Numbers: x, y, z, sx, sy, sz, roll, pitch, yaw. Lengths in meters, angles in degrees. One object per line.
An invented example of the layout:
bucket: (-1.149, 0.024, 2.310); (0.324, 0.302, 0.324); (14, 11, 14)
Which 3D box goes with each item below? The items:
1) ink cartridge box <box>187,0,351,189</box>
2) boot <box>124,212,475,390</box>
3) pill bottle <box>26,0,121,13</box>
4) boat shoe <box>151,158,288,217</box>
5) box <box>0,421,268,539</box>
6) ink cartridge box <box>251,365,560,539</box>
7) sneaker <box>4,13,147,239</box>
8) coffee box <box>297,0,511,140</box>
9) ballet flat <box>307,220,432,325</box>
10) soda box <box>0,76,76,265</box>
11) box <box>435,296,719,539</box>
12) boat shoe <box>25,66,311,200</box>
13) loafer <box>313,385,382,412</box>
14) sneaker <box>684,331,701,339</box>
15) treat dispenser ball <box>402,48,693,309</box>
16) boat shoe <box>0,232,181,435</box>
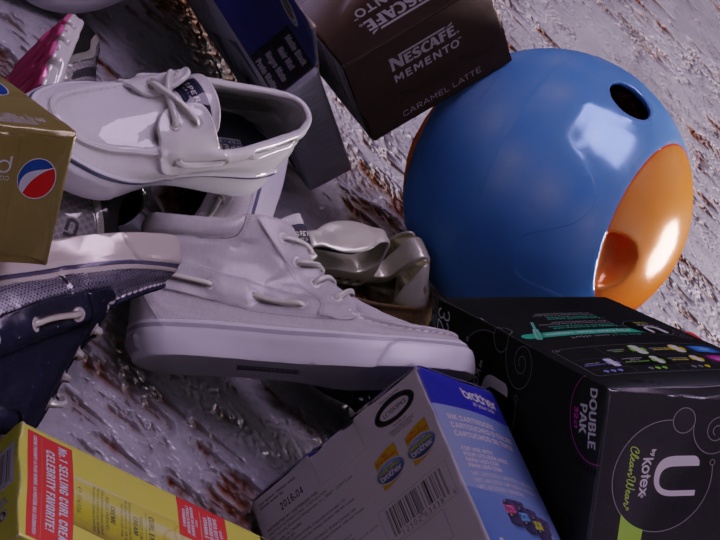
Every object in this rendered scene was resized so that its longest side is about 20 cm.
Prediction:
ink cartridge box: (-0.080, -0.176, 1.279); (0.200, 0.041, 0.200); (57, -7, 24)
boot: (-0.031, 0.013, 1.065); (0.199, 0.074, 0.096); (6, 74, -12)
pill bottle: (-0.208, -0.279, 1.262); (0.116, 0.116, 0.200); (17, 40, -46)
boat shoe: (-0.095, -0.051, 1.173); (0.070, 0.071, 0.200); (36, 34, -21)
box: (-0.096, 0.149, 0.908); (0.200, 0.050, 0.075); (31, 31, -30)
ink cartridge box: (0.028, 0.147, 0.997); (0.076, 0.136, 0.200); (21, 36, -47)
sneaker: (-0.164, -0.064, 1.081); (0.087, 0.074, 0.200); (31, 35, -29)
coffee box: (0.000, -0.197, 1.277); (0.200, 0.114, 0.080); (52, -9, 38)
ballet flat: (0.000, 0.000, 1.234); (0.200, 0.072, 0.068); (14, 42, -48)
soda box: (-0.211, -0.068, 0.911); (0.064, 0.068, 0.200); (4, 19, -34)
box: (0.133, 0.107, 1.076); (0.124, 0.149, 0.200); (0, 13, -25)
boat shoe: (-0.107, -0.085, 1.041); (0.200, 0.065, 0.074); (-7, 63, -54)
loafer: (0.032, 0.076, 1.180); (0.200, 0.068, 0.070); (37, 14, -29)
sneaker: (0.151, 0.071, 1.286); (0.200, 0.085, 0.077); (-9, 66, -25)
treat dispenser ball: (0.129, -0.052, 1.298); (0.201, 0.201, 0.201); (35, 28, -22)
boat shoe: (-0.162, 0.032, 0.937); (0.200, 0.075, 0.093); (-8, 91, -51)
